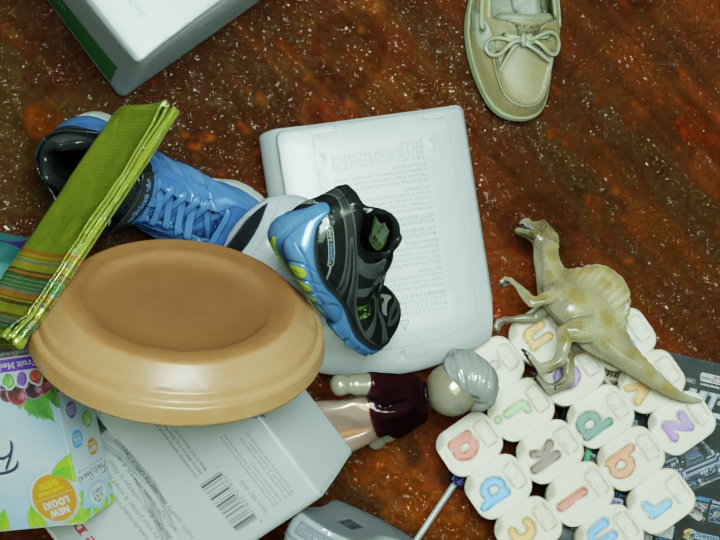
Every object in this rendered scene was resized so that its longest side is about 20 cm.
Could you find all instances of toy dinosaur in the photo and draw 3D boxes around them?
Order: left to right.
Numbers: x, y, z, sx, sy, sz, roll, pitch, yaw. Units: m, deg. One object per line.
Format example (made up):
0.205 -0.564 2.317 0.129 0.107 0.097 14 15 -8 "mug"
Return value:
0.172 0.047 1.411 0.101 0.058 0.200 -39 81 -5 "toy dinosaur"

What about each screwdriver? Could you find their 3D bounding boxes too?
0.066 0.183 1.446 0.028 0.029 0.200 36 79 -8 "screwdriver"

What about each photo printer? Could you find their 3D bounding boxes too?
0.016 -0.019 1.426 0.165 0.069 0.201 -9 89 -13 "photo printer"

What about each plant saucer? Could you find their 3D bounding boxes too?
-0.122 0.033 1.224 0.199 0.200 0.038 -1 121 -13 "plant saucer"

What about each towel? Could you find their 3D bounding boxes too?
-0.200 -0.034 1.246 0.018 0.086 0.200 43 69 -31 "towel"

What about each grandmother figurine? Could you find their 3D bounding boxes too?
0.010 0.110 1.394 0.199 0.121 0.061 -19 71 5 "grandmother figurine"

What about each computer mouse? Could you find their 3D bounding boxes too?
-0.092 0.027 1.353 0.109 0.044 0.200 24 120 -25 "computer mouse"

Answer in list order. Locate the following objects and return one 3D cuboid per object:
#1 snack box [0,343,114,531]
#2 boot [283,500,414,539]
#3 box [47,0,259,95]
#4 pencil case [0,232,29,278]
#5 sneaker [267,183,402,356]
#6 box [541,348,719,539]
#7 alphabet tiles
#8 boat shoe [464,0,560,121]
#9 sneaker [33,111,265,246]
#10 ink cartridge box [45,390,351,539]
-0.285 0.114 1.298 0.199 0.053 0.143 -8 100 21 "snack box"
-0.022 0.228 1.354 0.073 0.200 0.096 28 92 22 "boot"
-0.153 -0.271 1.351 0.200 0.171 0.199 -38 95 -13 "box"
-0.306 0.010 1.343 0.199 0.093 0.085 11 40 -11 "pencil case"
0.000 0.000 1.289 0.083 0.200 0.071 -36 64 -1 "sneaker"
0.251 0.168 1.479 0.199 0.050 0.200 13 83 -11 "box"
0.168 0.128 1.434 0.195 0.015 0.200 -35 81 -3 "alphabet tiles"
0.127 -0.222 1.468 0.073 0.063 0.202 3 86 -13 "boat shoe"
-0.149 -0.047 1.348 0.199 0.111 0.077 33 107 2 "sneaker"
-0.131 0.140 1.326 0.200 0.084 0.145 -35 94 24 "ink cartridge box"
